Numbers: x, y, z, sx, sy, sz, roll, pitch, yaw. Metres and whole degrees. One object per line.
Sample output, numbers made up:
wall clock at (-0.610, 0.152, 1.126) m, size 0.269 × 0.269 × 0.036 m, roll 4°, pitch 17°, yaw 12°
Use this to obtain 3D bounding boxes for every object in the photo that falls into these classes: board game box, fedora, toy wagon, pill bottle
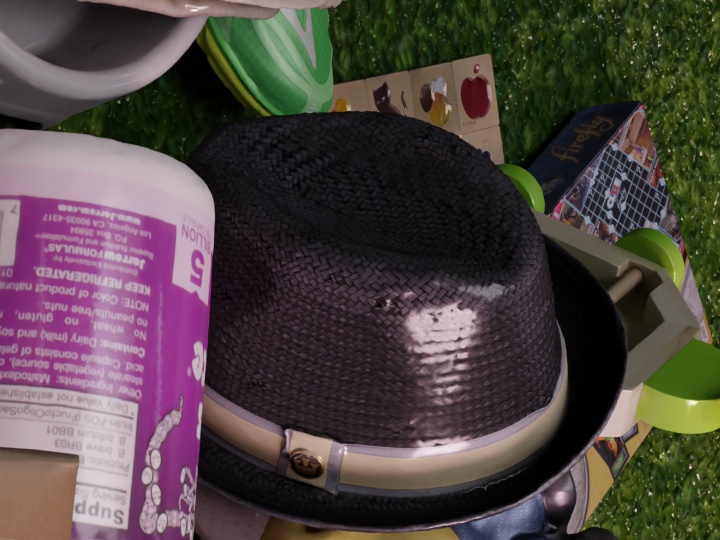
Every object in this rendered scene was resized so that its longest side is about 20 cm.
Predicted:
board game box at (0.095, 0.027, 1.225) m, size 0.200 × 0.034 × 0.136 m, roll -47°, pitch 125°, yaw -48°
fedora at (0.000, 0.000, 0.960) m, size 0.201 × 0.200 × 0.092 m, roll -52°, pitch 156°, yaw -41°
toy wagon at (0.072, 0.023, 1.064) m, size 0.155 × 0.199 × 0.040 m, roll -35°, pitch 144°, yaw -50°
pill bottle at (-0.108, 0.063, 0.882) m, size 0.112 × 0.112 × 0.201 m, roll 22°, pitch 67°, yaw -51°

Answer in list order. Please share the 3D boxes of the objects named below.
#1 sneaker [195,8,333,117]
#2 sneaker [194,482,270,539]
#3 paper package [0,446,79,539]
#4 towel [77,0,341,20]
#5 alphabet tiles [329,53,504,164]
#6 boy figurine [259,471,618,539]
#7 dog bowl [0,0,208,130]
sneaker at (-0.025, -0.155, 1.039) m, size 0.074 × 0.083 × 0.201 m, roll 1°, pitch 88°, yaw -61°
sneaker at (-0.006, 0.121, 1.033) m, size 0.200 × 0.077 × 0.082 m, roll 48°, pitch 16°, yaw -41°
paper package at (-0.204, 0.088, 0.696) m, size 0.200 × 0.190 × 0.104 m, roll 11°, pitch 82°, yaw -52°
towel at (-0.074, -0.158, 0.922) m, size 0.200 × 0.034 × 0.133 m, roll 3°, pitch 84°, yaw -53°
alphabet tiles at (0.010, 0.000, 1.146) m, size 0.200 × 0.008 × 0.168 m, roll -16°, pitch 101°, yaw -52°
boy figurine at (0.009, 0.126, 0.961) m, size 0.199 × 0.065 × 0.125 m, roll -17°, pitch 62°, yaw -40°
dog bowl at (-0.118, -0.146, 0.938) m, size 0.200 × 0.058 × 0.201 m, roll 3°, pitch 87°, yaw -54°
